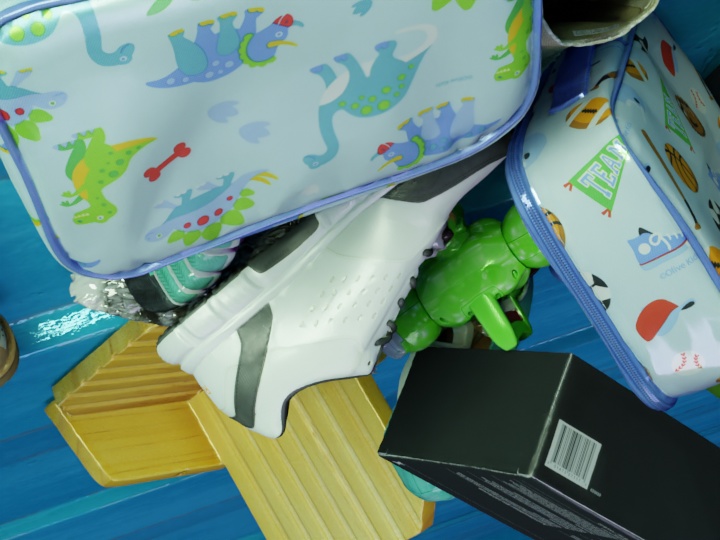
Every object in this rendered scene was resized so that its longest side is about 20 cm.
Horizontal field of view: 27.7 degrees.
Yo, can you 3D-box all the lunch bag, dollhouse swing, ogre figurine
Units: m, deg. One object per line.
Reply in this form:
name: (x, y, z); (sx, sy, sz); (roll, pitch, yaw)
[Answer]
lunch bag: (-0.037, -0.083, 0.519); (0.199, 0.083, 0.161); (-20, 145, -6)
lunch bag: (0.138, -0.040, 0.703); (0.075, 0.160, 0.200); (-30, -165, 26)
dollhouse swing: (-0.081, 0.127, 0.988); (0.181, 0.176, 0.200); (-3, 157, -43)
ogre figurine: (0.074, -0.008, 0.854); (0.199, 0.099, 0.120); (-15, -168, 16)

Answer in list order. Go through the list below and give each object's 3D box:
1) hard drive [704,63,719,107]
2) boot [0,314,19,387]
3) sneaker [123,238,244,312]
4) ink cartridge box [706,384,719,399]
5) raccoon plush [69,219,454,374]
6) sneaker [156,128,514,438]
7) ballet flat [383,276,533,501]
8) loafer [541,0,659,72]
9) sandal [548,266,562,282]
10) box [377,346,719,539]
hard drive: (0.261, -0.102, 0.902); (0.134, 0.042, 0.200); (-14, 161, -18)
boot: (-0.262, 0.036, 0.713); (0.175, 0.066, 0.200); (-30, 165, -10)
sneaker: (-0.051, -0.043, 0.692); (0.087, 0.075, 0.200); (-14, 161, -34)
ink cartridge box: (0.241, -0.012, 0.847); (0.148, 0.076, 0.200); (-53, 162, -6)
raccoon plush: (-0.052, -0.025, 0.774); (0.199, 0.135, 0.097); (12, -176, -1)
sneaker: (0.000, 0.000, 0.700); (0.200, 0.080, 0.074); (-40, -178, 9)
ballet flat: (0.064, 0.050, 0.954); (0.067, 0.201, 0.070); (1, 149, 32)
loafer: (0.080, -0.119, 0.610); (0.075, 0.069, 0.200); (-13, 161, -20)
sandal: (0.168, -0.014, 1.012); (0.087, 0.080, 0.200); (-24, 161, 24)
box: (0.133, 0.121, 0.872); (0.200, 0.079, 0.141); (32, 159, -31)
